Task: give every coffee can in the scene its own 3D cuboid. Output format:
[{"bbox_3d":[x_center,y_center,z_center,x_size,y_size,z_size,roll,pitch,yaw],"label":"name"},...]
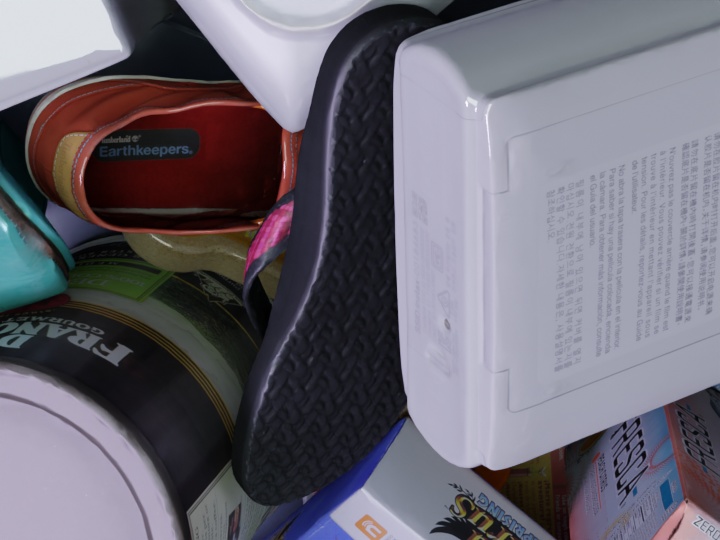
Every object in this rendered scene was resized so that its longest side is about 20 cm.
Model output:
[{"bbox_3d":[-0.111,0.079,0.965,0.146,0.200,0.147,3,104,11],"label":"coffee can"}]

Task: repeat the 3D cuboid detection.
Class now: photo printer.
[{"bbox_3d":[0.109,-0.031,0.895,0.200,0.069,0.167,-20,126,-25],"label":"photo printer"}]

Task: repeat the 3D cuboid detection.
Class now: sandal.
[{"bbox_3d":[-0.009,-0.007,0.901,0.075,0.045,0.200,-7,120,-39],"label":"sandal"}]

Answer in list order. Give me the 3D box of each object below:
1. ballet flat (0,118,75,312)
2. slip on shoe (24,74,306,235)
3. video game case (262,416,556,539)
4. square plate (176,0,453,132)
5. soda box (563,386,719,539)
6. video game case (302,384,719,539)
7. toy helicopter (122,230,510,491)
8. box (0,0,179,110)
[{"bbox_3d":[-0.153,-0.013,0.954,0.070,0.200,0.067,-37,105,-2],"label":"ballet flat"},{"bbox_3d":[-0.024,-0.043,0.926,0.199,0.061,0.074,-3,112,-16],"label":"slip on shoe"},{"bbox_3d":[0.032,0.169,1.008,0.181,0.045,0.200,40,140,-4],"label":"video game case"},{"bbox_3d":[-0.015,-0.178,0.839,0.198,0.028,0.200,-38,102,15],"label":"square plate"},{"bbox_3d":[0.124,0.095,0.940,0.068,0.200,0.064,37,104,-6],"label":"soda box"},{"bbox_3d":[0.074,0.082,1.053,0.199,0.017,0.143,-3,103,6],"label":"video game case"},{"bbox_3d":[0.000,0.000,0.988,0.200,0.132,0.079,24,144,-11],"label":"toy helicopter"},{"bbox_3d":[-0.163,-0.163,0.944,0.106,0.152,0.200,-21,100,7],"label":"box"}]
